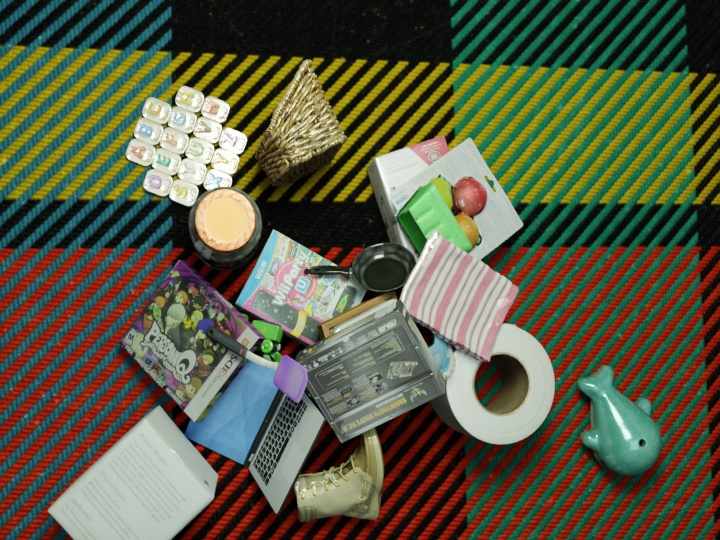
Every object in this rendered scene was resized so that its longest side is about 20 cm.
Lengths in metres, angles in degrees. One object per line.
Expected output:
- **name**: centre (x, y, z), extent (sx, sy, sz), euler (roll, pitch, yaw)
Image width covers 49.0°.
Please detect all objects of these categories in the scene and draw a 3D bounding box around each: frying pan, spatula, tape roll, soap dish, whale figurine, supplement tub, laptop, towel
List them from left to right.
- **supplement tub**: centre (-0.226, -0.069, 1.318), extent (0.119, 0.200, 0.126), euler (1, 85, -9)
- **laptop**: centre (-0.180, 0.263, 1.315), extent (0.114, 0.200, 0.190), euler (16, 106, -39)
- **spatula**: centre (-0.167, 0.139, 1.262), extent (0.197, 0.020, 0.058), euler (28, 103, 15)
- **frying pan**: centre (0.008, 0.011, 1.357), extent (0.186, 0.031, 0.116), euler (-21, 46, -11)
- **soap dish**: centre (0.013, 0.152, 1.363), extent (0.155, 0.081, 0.204), euler (-25, 110, -29)
- **towel**: centre (0.164, 0.044, 1.301), extent (0.198, 0.030, 0.149), euler (31, 77, -23)
- **tape roll**: centre (0.228, 0.199, 1.408), extent (0.197, 0.139, 0.208), euler (1, 86, -10)
- **whale figurine**: centre (0.482, 0.281, 1.464), extent (0.156, 0.104, 0.204), euler (-24, 90, -11)

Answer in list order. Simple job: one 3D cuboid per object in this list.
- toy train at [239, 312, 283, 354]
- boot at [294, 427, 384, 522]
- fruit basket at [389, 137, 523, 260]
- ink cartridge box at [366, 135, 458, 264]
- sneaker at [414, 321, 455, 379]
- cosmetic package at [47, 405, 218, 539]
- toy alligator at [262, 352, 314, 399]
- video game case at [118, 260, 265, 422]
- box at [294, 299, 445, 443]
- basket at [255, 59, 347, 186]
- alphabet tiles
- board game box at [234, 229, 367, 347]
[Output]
- **toy train**: centre (-0.225, 0.097, 1.355), extent (0.195, 0.042, 0.058), euler (13, 81, 14)
- **boot**: centre (-0.039, 0.350, 1.348), extent (0.151, 0.073, 0.204), euler (-1, 124, -7)
- **fruit basket**: centre (0.167, -0.104, 1.377), extent (0.199, 0.093, 0.187), euler (-36, 95, -27)
- **ink cartridge box**: centre (0.113, -0.122, 1.443), extent (0.144, 0.083, 0.204), euler (-19, 89, -12)
- **sneaker**: centre (0.114, 0.091, 1.346), extent (0.077, 0.203, 0.090), euler (-28, 129, 21)
- **cosmetic package**: centre (-0.356, 0.356, 1.271), extent (0.199, 0.166, 0.168), euler (-41, 93, -7)
- **toy alligator**: centre (-0.141, 0.180, 1.383), extent (0.199, 0.059, 0.055), euler (41, 80, -4)
- **video game case**: centre (-0.285, 0.117, 1.324), extent (0.199, 0.036, 0.182), euler (41, 96, 14)
- **box**: centre (0.016, 0.163, 1.261), extent (0.197, 0.048, 0.160), euler (-28, 104, 15)
- **basket**: centre (-0.124, -0.241, 1.352), extent (0.141, 0.200, 0.151), euler (-27, 92, -10)
- **alphabet tiles**: centre (-0.309, -0.222, 1.410), extent (0.192, 0.015, 0.204), euler (21, 82, -8)
- **board game box**: centre (-0.104, 0.044, 1.400), extent (0.197, 0.064, 0.150), euler (28, 80, -6)
